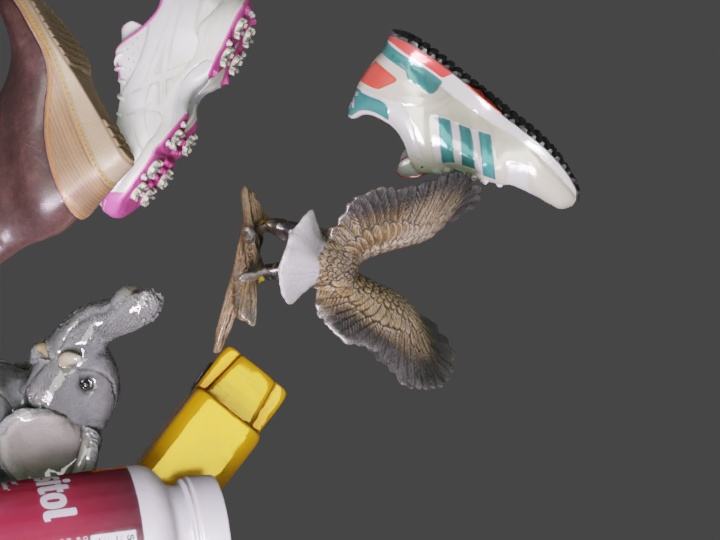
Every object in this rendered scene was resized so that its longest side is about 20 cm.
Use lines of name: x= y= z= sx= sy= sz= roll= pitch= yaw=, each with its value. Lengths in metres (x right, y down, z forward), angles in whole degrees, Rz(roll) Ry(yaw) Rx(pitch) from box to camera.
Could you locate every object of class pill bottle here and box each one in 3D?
pill bottle: x=-0.197 y=0.200 z=1.490 sx=0.198 sy=0.113 sz=0.114 roll=-6 pitch=88 yaw=-17

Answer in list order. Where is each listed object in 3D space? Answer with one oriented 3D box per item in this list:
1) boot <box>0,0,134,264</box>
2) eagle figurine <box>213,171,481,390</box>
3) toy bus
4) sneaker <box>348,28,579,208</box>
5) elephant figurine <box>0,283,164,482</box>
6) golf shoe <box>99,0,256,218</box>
boot: x=-0.277 y=-0.107 z=1.601 sx=0.166 sy=0.072 sz=0.201 roll=-34 pitch=67 yaw=10
eagle figurine: x=0.000 y=-0.005 z=1.602 sx=0.198 sy=0.152 sz=0.152 roll=10 pitch=49 yaw=-12
toy bus: x=-0.138 y=0.154 z=1.602 sx=0.065 sy=0.078 sz=0.200 roll=38 pitch=83 yaw=-4
sneaker: x=0.079 y=-0.099 z=1.661 sx=0.199 sy=0.070 sz=0.094 roll=38 pitch=100 yaw=-6
elephant figurine: x=-0.239 y=0.102 z=1.559 sx=0.198 sy=0.155 sz=0.143 roll=-1 pitch=67 yaw=1
golf shoe: x=-0.161 y=-0.137 z=1.627 sx=0.091 sy=0.075 sz=0.201 roll=28 pitch=78 yaw=7
